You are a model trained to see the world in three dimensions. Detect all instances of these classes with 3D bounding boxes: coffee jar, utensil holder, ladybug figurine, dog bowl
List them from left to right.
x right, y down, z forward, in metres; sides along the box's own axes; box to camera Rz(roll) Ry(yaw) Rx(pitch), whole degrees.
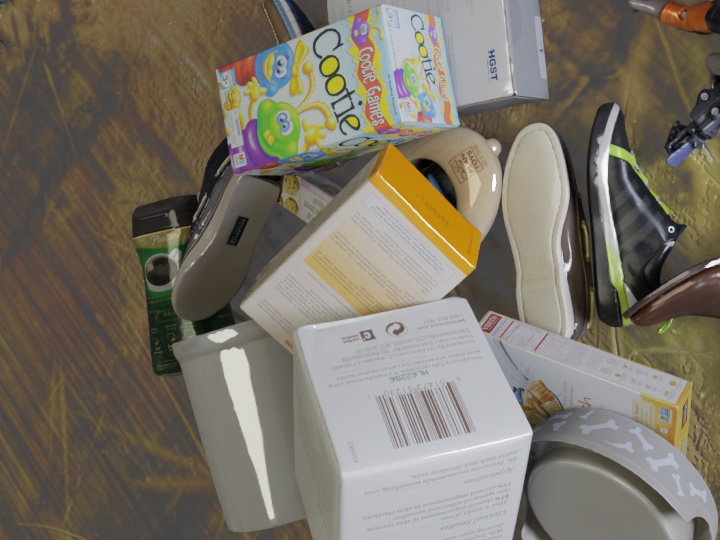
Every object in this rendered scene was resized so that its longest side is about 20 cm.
[{"bbox_3d":[-0.203,0.016,1.220,0.103,0.085,0.204,-9,90,29],"label":"coffee jar"},{"bbox_3d":[-0.092,0.150,1.105,0.168,0.169,0.204,-16,90,34],"label":"utensil holder"},{"bbox_3d":[0.069,-0.061,1.032,0.199,0.071,0.137,-37,73,32],"label":"ladybug figurine"},{"bbox_3d":[0.216,0.205,0.910,0.198,0.059,0.202,28,142,24],"label":"dog bowl"}]

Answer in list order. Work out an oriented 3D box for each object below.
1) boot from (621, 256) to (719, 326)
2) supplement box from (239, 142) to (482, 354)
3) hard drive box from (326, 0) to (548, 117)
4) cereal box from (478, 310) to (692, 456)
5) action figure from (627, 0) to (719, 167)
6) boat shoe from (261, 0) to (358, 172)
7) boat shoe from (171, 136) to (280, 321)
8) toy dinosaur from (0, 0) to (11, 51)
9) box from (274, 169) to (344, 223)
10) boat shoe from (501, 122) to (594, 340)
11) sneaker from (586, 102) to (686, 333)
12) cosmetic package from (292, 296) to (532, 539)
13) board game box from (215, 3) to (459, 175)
[{"bbox_3d":[0.332,0.080,0.845,0.184,0.064,0.203,-25,83,13],"label":"boot"},{"bbox_3d":[0.000,0.000,0.972,0.126,0.074,0.200,42,118,-12],"label":"supplement box"},{"bbox_3d":[0.070,-0.226,1.014,0.197,0.076,0.159,-5,92,35],"label":"hard drive box"},{"bbox_3d":[0.193,0.129,0.944,0.197,0.040,0.146,18,135,32],"label":"cereal box"},{"bbox_3d":[0.290,-0.184,0.852,0.201,0.104,0.195,-51,57,25],"label":"action figure"},{"bbox_3d":[-0.066,-0.199,1.105,0.072,0.072,0.203,-28,78,17],"label":"boat shoe"},{"bbox_3d":[-0.154,-0.048,1.146,0.202,0.074,0.093,-57,36,20],"label":"boat shoe"},{"bbox_3d":[-0.516,-0.361,1.437,0.180,0.104,0.203,-27,41,46],"label":"toy dinosaur"},{"bbox_3d":[-0.056,-0.080,1.091,0.200,0.038,0.042,37,117,54],"label":"box"},{"bbox_3d":[0.178,-0.032,0.966,0.071,0.059,0.205,-6,90,45],"label":"boat shoe"},{"bbox_3d":[0.244,-0.047,0.928,0.081,0.072,0.205,-4,93,11],"label":"sneaker"},{"bbox_3d":[0.036,0.163,0.921,0.168,0.164,0.203,-114,20,-46],"label":"cosmetic package"},{"bbox_3d":[-0.024,-0.161,0.976,0.197,0.102,0.107,-12,87,35],"label":"board game box"}]
